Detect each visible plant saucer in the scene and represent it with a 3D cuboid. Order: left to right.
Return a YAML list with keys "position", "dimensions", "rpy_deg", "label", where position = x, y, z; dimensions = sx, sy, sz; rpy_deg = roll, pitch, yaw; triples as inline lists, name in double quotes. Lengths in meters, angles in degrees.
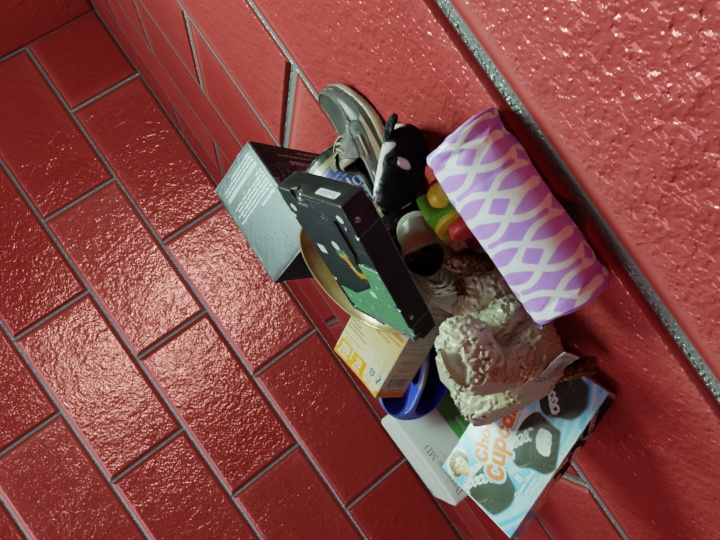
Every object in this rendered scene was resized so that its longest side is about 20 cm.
- position: [0.000, 0.000, 0.747]
  dimensions: [0.199, 0.035, 0.201]
  rpy_deg: [33, 150, 21]
  label: "plant saucer"

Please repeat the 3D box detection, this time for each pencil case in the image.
- position: [0.144, -0.049, 0.496]
  dimensions: [0.084, 0.085, 0.201]
  rpy_deg: [-32, 93, 42]
  label: "pencil case"

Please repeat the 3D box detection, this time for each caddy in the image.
- position: [0.093, 0.167, 0.979]
  dimensions: [0.105, 0.140, 0.203]
  rpy_deg: [-143, 59, -63]
  label: "caddy"

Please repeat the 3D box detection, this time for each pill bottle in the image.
- position: [0.013, -0.082, 0.795]
  dimensions: [0.201, 0.111, 0.112]
  rpy_deg: [51, 166, 15]
  label: "pill bottle"

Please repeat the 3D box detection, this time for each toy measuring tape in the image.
- position: [0.117, -0.061, 0.612]
  dimensions: [0.074, 0.074, 0.200]
  rpy_deg: [49, -171, 23]
  label: "toy measuring tape"

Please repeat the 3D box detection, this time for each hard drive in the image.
- position: [-0.003, -0.016, 0.618]
  dimensions: [0.139, 0.038, 0.201]
  rpy_deg: [24, 151, 52]
  label: "hard drive"

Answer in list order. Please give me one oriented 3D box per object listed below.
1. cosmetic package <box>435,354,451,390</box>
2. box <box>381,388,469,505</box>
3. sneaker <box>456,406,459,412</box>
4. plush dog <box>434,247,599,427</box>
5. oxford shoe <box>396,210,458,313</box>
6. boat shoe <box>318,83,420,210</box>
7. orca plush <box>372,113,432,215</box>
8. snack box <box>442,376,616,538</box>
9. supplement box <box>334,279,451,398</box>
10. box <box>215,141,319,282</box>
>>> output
- position: [0.206, 0.171, 0.751]
  dimensions: [0.200, 0.103, 0.074]
  rpy_deg: [42, 162, 40]
  label: "cosmetic package"
- position: [0.172, 0.333, 1.114]
  dimensions: [0.200, 0.171, 0.200]
  rpy_deg: [52, 167, 11]
  label: "box"
- position: [0.209, 0.236, 0.943]
  dimensions: [0.201, 0.080, 0.071]
  rpy_deg: [56, 167, -5]
  label: "sneaker"
- position: [0.158, 0.058, 0.616]
  dimensions: [0.201, 0.159, 0.173]
  rpy_deg: [62, -169, -56]
  label: "plush dog"
- position: [0.104, 0.007, 0.716]
  dimensions: [0.200, 0.074, 0.058]
  rpy_deg: [52, -158, -42]
  label: "oxford shoe"
- position: [-0.001, -0.164, 0.726]
  dimensions: [0.201, 0.073, 0.075]
  rpy_deg: [52, 166, 13]
  label: "boat shoe"
- position: [0.061, -0.112, 0.596]
  dimensions: [0.200, 0.070, 0.107]
  rpy_deg: [-60, -24, -75]
  label: "orca plush"
- position: [0.196, 0.195, 0.653]
  dimensions: [0.037, 0.201, 0.116]
  rpy_deg: [21, -168, -47]
  label: "snack box"
- position: [0.055, 0.084, 0.869]
  dimensions: [0.073, 0.202, 0.126]
  rpy_deg: [11, -158, -45]
  label: "supplement box"
- position: [-0.098, -0.096, 0.914]
  dimensions: [0.196, 0.118, 0.201]
  rpy_deg: [-6, -125, -55]
  label: "box"
